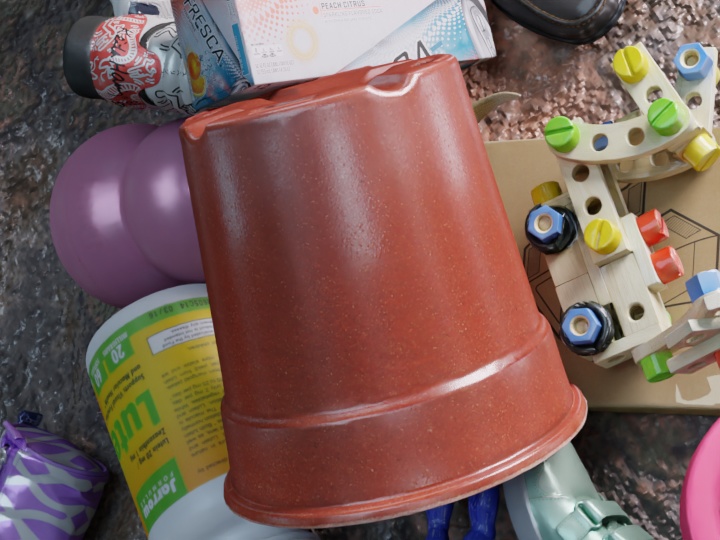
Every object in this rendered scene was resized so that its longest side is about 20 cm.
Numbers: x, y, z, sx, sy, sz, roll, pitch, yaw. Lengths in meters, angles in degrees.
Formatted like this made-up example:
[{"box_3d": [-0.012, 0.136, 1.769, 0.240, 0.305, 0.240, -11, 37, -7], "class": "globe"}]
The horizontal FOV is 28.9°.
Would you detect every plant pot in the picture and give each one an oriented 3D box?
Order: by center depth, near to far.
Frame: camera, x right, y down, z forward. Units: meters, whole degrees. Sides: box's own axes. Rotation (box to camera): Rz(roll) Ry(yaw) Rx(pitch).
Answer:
[{"box_3d": [0.000, 0.000, 0.727, 0.199, 0.201, 0.197, -9, 102, 28], "class": "plant pot"}]

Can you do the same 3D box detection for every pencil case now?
[{"box_3d": [-0.245, 0.202, 0.948, 0.083, 0.085, 0.202, 22, 89, 35], "class": "pencil case"}]

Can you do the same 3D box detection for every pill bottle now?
[{"box_3d": [-0.089, 0.119, 0.863, 0.111, 0.111, 0.201, -36, 61, 17], "class": "pill bottle"}]

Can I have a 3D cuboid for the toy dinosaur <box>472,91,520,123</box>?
[{"box_3d": [0.018, -0.065, 0.899, 0.200, 0.058, 0.101, -47, 72, 20], "class": "toy dinosaur"}]

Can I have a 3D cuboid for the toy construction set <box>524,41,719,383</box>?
[{"box_3d": [0.158, -0.020, 0.751, 0.130, 0.092, 0.202, -25, 53, 21], "class": "toy construction set"}]

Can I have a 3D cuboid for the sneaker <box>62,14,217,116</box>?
[{"box_3d": [-0.090, -0.132, 0.901, 0.107, 0.201, 0.068, 12, 104, 24], "class": "sneaker"}]

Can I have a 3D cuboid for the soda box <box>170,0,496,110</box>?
[{"box_3d": [-0.012, -0.144, 0.834, 0.063, 0.199, 0.069, -13, 91, 50], "class": "soda box"}]

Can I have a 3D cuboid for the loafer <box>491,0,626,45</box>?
[{"box_3d": [0.087, -0.217, 0.881, 0.073, 0.072, 0.200, -47, 59, 9], "class": "loafer"}]

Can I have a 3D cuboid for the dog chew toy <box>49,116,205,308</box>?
[{"box_3d": [-0.111, -0.043, 0.903, 0.199, 0.124, 0.126, -11, 70, 42], "class": "dog chew toy"}]

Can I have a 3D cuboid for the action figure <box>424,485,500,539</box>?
[{"box_3d": [0.060, 0.192, 0.791, 0.065, 0.099, 0.201, -3, 52, 33], "class": "action figure"}]

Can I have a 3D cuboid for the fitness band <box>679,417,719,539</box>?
[{"box_3d": [0.246, 0.139, 0.661, 0.199, 0.038, 0.144, 35, 67, 16], "class": "fitness band"}]

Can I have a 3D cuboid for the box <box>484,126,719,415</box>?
[{"box_3d": [0.153, 0.001, 0.808, 0.198, 0.021, 0.165, -1, 75, 30], "class": "box"}]

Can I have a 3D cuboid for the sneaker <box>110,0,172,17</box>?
[{"box_3d": [-0.198, -0.229, 1.051, 0.129, 0.079, 0.201, -22, 66, 25], "class": "sneaker"}]

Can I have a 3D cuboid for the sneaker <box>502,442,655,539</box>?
[{"box_3d": [0.155, 0.145, 0.732, 0.118, 0.074, 0.202, -32, 71, 26], "class": "sneaker"}]
